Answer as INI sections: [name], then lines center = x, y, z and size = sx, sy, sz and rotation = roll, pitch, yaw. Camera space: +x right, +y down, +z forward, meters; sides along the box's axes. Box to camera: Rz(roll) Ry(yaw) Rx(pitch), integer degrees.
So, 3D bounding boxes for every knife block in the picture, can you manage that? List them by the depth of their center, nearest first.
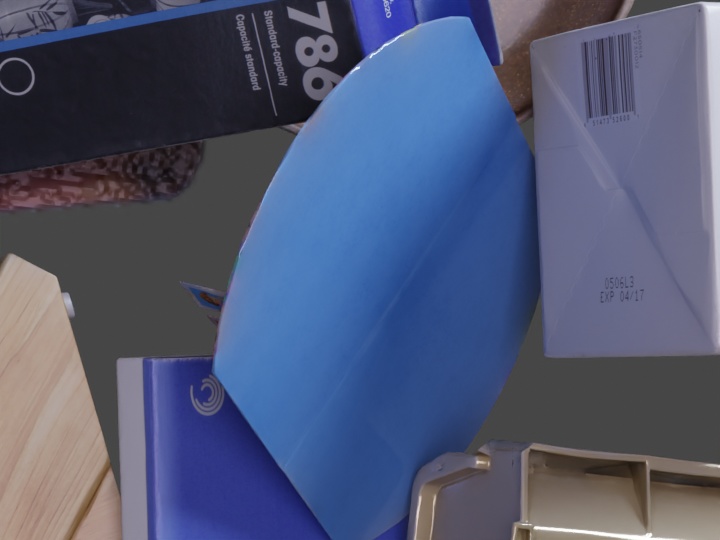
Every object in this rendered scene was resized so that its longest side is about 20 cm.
[knife block]
center = -0.167, 0.110, 0.993
size = 0.175, 0.064, 0.201
rotation = -16, 92, -10

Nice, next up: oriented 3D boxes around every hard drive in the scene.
[hard drive]
center = -0.030, 0.130, 1.000
size = 0.132, 0.025, 0.201
rotation = -1, 89, -46

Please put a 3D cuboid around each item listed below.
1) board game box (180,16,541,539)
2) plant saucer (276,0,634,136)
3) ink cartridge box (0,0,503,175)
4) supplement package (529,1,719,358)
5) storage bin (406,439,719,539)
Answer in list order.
[board game box]
center = 0.000, 0.000, 0.983
size = 0.039, 0.200, 0.158
rotation = 22, 68, 32
[plant saucer]
center = 0.011, -0.142, 1.040
size = 0.200, 0.037, 0.201
rotation = 0, 87, -7
[ink cartridge box]
center = -0.056, -0.098, 0.983
size = 0.199, 0.039, 0.100
rotation = -11, 105, 13
[supplement package]
center = 0.177, -0.032, 1.003
size = 0.199, 0.121, 0.120
rotation = -2, 88, -27
[storage bin]
center = 0.117, 0.169, 1.007
size = 0.199, 0.094, 0.199
rotation = 8, 87, -20
